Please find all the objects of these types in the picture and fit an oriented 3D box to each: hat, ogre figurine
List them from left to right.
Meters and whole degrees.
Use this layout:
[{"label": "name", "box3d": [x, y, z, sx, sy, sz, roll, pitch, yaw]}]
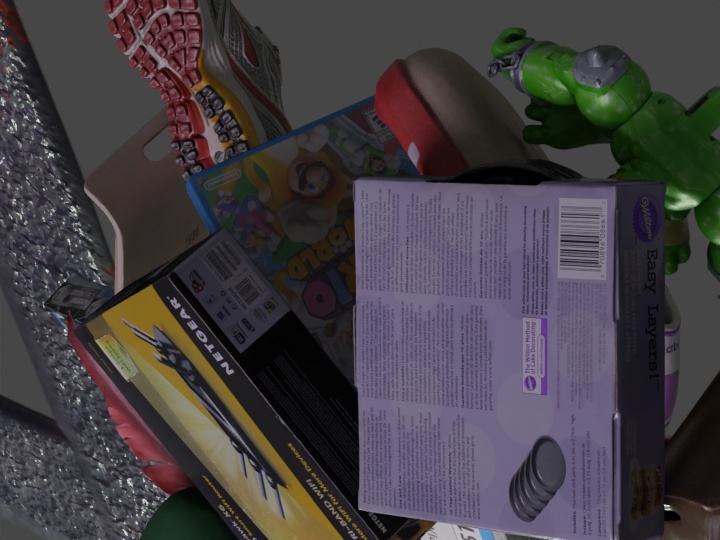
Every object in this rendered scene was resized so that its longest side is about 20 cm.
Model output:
[{"label": "hat", "box3d": [-0.084, 0.144, 1.633, 0.166, 0.200, 0.176, -128, 47, -62]}, {"label": "ogre figurine", "box3d": [0.160, -0.064, 1.453, 0.200, 0.098, 0.120, 63, 168, 0]}]

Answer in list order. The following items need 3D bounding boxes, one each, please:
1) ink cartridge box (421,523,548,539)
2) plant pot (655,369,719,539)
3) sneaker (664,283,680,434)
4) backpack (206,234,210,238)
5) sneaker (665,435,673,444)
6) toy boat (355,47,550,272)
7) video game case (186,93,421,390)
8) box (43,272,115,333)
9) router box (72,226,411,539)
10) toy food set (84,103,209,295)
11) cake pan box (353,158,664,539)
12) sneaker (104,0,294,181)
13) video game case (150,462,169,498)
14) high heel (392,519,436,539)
[{"label": "ink cartridge box", "box3d": [0.038, 0.125, 1.885, 0.176, 0.045, 0.200, 17, 139, 39]}, {"label": "plant pot", "box3d": [0.253, 0.118, 1.446, 0.200, 0.198, 0.200, 33, 148, 23]}, {"label": "sneaker", "box3d": [0.124, 0.015, 1.635, 0.200, 0.073, 0.114, 30, 128, 36]}, {"label": "backpack", "box3d": [-0.044, 0.042, 1.718, 0.176, 0.200, 0.153, 51, 142, -11]}, {"label": "sneaker", "box3d": [0.188, 0.143, 1.713, 0.200, 0.070, 0.082, 6, 108, 52]}, {"label": "toy boat", "box3d": [0.055, -0.022, 1.526, 0.200, 0.131, 0.131, 58, -168, 27]}, {"label": "video game case", "box3d": [0.000, 0.000, 1.617, 0.200, 0.143, 0.018, 61, 164, 16]}, {"label": "box", "box3d": [-0.143, 0.094, 1.999, 0.137, 0.040, 0.200, 18, 151, 55]}, {"label": "router box", "box3d": [-0.066, 0.082, 1.546, 0.200, 0.052, 0.157, 52, 151, -6]}, {"label": "toy food set", "box3d": [-0.139, -0.038, 1.807, 0.060, 0.144, 0.200, 35, 149, 19]}, {"label": "cake pan box", "box3d": [0.077, 0.041, 1.407, 0.184, 0.052, 0.200, 1, 94, 41]}, {"label": "sneaker", "box3d": [-0.101, -0.142, 1.703, 0.078, 0.082, 0.200, -16, 98, 37]}, {"label": "video game case", "box3d": [-0.106, 0.167, 1.872, 0.200, 0.023, 0.182, 55, -178, -40]}, {"label": "high heel", "box3d": [0.045, 0.120, 1.712, 0.071, 0.200, 0.143, 53, 132, 29]}]
